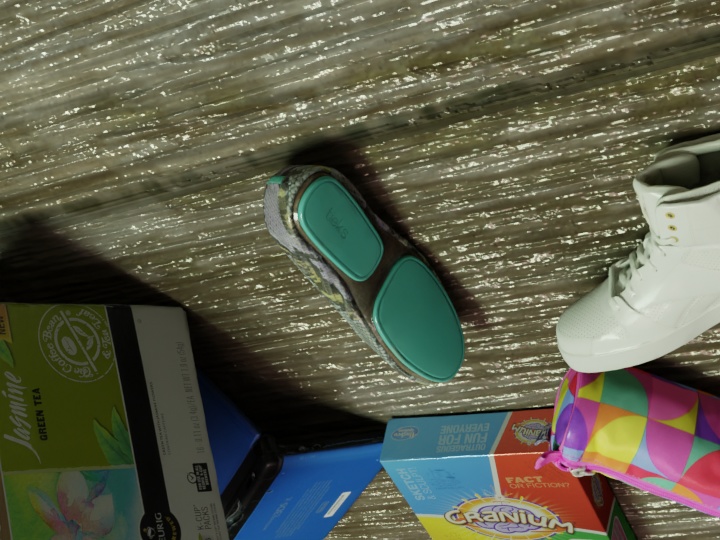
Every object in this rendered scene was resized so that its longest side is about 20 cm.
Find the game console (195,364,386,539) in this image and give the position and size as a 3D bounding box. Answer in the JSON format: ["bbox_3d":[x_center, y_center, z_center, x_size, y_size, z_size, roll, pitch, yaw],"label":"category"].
[{"bbox_3d":[-0.091,0.147,1.249,0.169,0.119,0.200,-5,151,-26],"label":"game console"}]

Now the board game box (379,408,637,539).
[{"bbox_3d":[0.122,0.186,1.203,0.152,0.041,0.201,-6,137,26],"label":"board game box"}]

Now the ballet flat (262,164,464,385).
[{"bbox_3d":[0.000,0.000,1.008,0.071,0.073,0.201,-13,134,32],"label":"ballet flat"}]

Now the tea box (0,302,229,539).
[{"bbox_3d":[-0.218,0.140,1.083,0.195,0.202,0.133,1,155,-39],"label":"tea box"}]

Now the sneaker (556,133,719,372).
[{"bbox_3d":[0.180,-0.017,0.913,0.199,0.074,0.116,-28,124,30],"label":"sneaker"}]

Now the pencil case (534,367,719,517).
[{"bbox_3d":[0.223,0.125,1.059,0.198,0.089,0.089,16,143,-2],"label":"pencil case"}]
